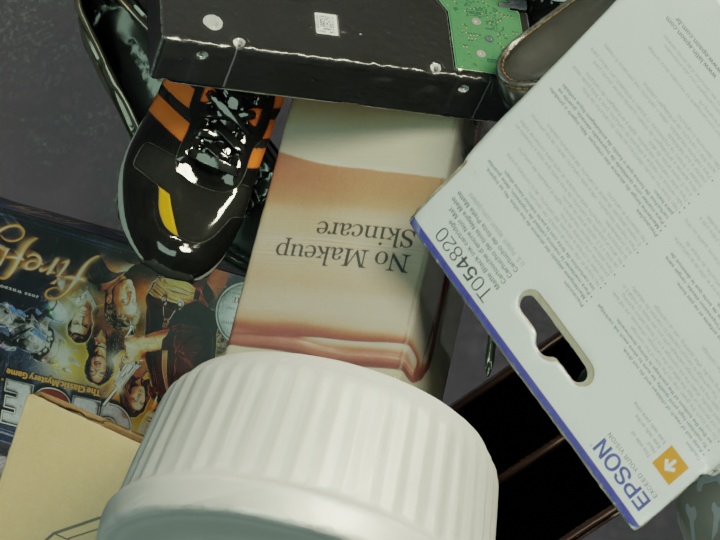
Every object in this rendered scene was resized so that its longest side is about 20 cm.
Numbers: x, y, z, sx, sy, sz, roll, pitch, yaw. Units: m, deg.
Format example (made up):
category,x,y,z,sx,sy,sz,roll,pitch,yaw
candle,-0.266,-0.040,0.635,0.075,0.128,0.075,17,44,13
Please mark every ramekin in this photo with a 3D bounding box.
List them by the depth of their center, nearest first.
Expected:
category,x,y,z,sx,sy,sz,roll,pitch,yaw
ramekin,-0.023,0.117,1.185,0.201,0.203,0.095,6,62,17

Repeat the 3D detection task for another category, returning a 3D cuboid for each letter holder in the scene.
category,x,y,z,sx,sy,sz,roll,pitch,yaw
letter holder,0.090,0.101,1.279,0.199,0.142,0.101,-35,85,18

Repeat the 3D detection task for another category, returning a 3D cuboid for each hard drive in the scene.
category,x,y,z,sx,sy,sz,roll,pitch,yaw
hard drive,-0.013,-0.148,1.256,0.198,0.141,0.038,5,143,-16

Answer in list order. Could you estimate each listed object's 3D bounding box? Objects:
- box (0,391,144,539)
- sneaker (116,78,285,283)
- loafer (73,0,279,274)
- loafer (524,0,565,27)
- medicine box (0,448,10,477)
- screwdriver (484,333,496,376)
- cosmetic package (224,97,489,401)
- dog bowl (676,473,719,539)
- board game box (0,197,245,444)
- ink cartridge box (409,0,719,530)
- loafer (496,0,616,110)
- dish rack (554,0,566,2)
category,x,y,z,sx,sy,sz,roll,pitch,yaw
box,-0.138,0.188,1.316,0.162,0.021,0.201,22,100,10
sneaker,-0.073,-0.092,1.278,0.070,0.201,0.090,22,146,-9
loafer,-0.102,-0.081,1.352,0.072,0.063,0.201,-37,77,6
loafer,0.138,-0.183,1.283,0.073,0.071,0.202,24,98,45
medicine box,-0.194,0.208,1.401,0.198,0.103,0.184,11,98,16
screwdriver,0.078,-0.043,1.312,0.029,0.028,0.202,7,86,51
cosmetic package,0.000,0.000,1.278,0.102,0.087,0.201,4,64,17
dog bowl,0.246,0.101,1.210,0.200,0.200,0.059,-44,56,16
board game box,-0.143,0.047,1.404,0.198,0.035,0.137,15,100,16
ink cartridge box,0.147,-0.015,1.136,0.200,0.040,0.200,-45,70,26
loafer,0.150,-0.144,1.189,0.199,0.072,0.073,-30,46,4
dish rack,0.086,-0.256,1.240,0.200,0.043,0.172,44,105,21
